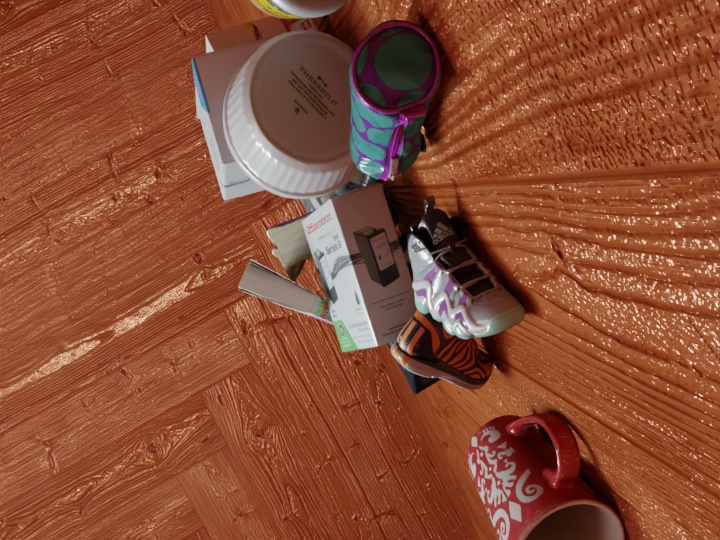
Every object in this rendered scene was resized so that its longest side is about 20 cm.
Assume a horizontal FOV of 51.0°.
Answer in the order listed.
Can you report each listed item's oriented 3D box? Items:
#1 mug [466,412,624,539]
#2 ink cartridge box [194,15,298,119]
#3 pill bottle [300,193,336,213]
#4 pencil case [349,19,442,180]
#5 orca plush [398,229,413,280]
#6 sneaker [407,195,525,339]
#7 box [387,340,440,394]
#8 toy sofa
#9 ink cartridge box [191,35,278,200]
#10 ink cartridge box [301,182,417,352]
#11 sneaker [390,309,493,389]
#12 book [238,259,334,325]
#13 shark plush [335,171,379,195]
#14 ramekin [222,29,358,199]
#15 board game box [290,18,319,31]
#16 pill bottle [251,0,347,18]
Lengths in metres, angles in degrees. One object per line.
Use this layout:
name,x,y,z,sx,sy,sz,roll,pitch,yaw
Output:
mug,0.219,0.255,0.904,0.131,0.180,0.200,25,-168,-18
ink cartridge box,-0.175,-0.319,1.172,0.068,0.196,0.117,59,159,19
pill bottle,-0.072,-0.169,1.494,0.202,0.111,0.114,60,174,29
pencil case,0.030,-0.155,0.731,0.200,0.083,0.095,91,166,-80
orca plush,0.076,0.049,1.097,0.104,0.070,0.205,-18,-91,-54
sneaker,0.099,-0.012,0.823,0.199,0.076,0.143,18,126,64
box,0.093,0.091,1.222,0.150,0.103,0.201,60,175,22
toy sofa,-0.045,-0.072,1.194,0.099,0.196,0.083,59,-155,-20
ink cartridge box,-0.148,-0.209,1.069,0.200,0.143,0.150,142,110,-77
ink cartridge box,0.000,0.000,1.047,0.146,0.082,0.205,-23,84,67
sneaker,0.134,0.086,0.986,0.198,0.114,0.077,16,-160,-49
book,-0.086,0.051,1.180,0.131,0.049,0.200,23,176,23
shark plush,0.004,-0.100,1.252,0.203,0.082,0.091,66,173,-29
ramekin,-0.067,-0.197,0.928,0.206,0.199,0.094,62,163,-2
board game box,-0.032,-0.245,1.060,0.204,0.034,0.126,63,-176,-1
pill bottle,-0.068,-0.315,0.767,0.111,0.107,0.200,64,175,-22
